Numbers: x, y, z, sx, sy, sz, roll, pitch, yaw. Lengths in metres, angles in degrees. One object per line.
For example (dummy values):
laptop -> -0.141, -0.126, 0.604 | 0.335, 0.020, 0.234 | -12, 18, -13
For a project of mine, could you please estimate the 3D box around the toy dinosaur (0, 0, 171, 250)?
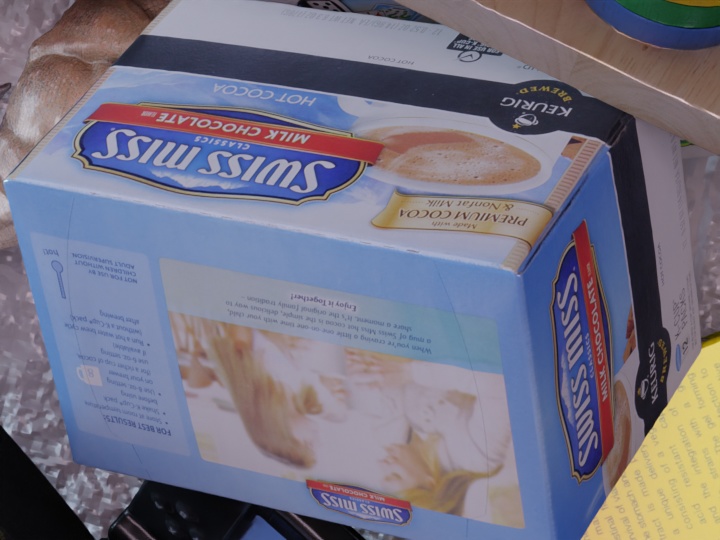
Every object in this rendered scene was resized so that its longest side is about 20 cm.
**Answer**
toy dinosaur -> -0.113, -0.065, 1.164 | 0.200, 0.086, 0.135 | -44, 47, -16

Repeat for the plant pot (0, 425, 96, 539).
plant pot -> -0.157, 0.164, 1.041 | 0.177, 0.200, 0.200 | 39, 92, -10

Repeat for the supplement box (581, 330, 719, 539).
supplement box -> 0.148, 0.077, 1.127 | 0.200, 0.109, 0.110 | -22, 87, 2

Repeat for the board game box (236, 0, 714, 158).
board game box -> 0.066, -0.086, 1.112 | 0.200, 0.126, 0.035 | -5, 55, 15

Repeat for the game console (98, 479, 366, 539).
game console -> -0.038, 0.180, 1.133 | 0.200, 0.176, 0.116 | 41, 62, 3

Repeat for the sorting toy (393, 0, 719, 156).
sorting toy -> 0.085, -0.166, 1.006 | 0.199, 0.070, 0.200 | 26, 56, 5

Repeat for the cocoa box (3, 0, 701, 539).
cocoa box -> 0.000, 0.000, 1.035 | 0.200, 0.131, 0.134 | 11, 130, 26
